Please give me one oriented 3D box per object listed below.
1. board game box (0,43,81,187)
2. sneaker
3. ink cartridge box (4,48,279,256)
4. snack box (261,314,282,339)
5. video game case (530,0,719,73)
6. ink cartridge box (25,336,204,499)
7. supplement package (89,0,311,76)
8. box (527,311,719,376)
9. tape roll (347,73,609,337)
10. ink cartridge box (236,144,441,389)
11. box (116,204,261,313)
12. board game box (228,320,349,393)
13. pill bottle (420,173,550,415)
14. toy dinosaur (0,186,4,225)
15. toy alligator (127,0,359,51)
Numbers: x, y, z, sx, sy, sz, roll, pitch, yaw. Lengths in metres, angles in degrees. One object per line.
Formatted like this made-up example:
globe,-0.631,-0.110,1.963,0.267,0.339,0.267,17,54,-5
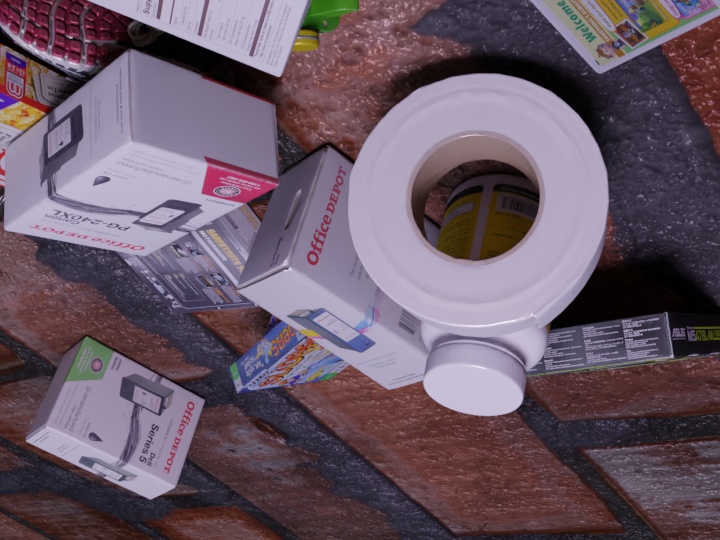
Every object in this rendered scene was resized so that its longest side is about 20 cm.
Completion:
board game box,-0.298,-0.124,0.890,0.151,0.046,0.200,-13,161,28
sneaker,-0.211,-0.173,0.830,0.200,0.081,0.075,25,147,-14
ink cartridge box,-0.187,-0.087,0.819,0.145,0.083,0.200,12,154,-43
snack box,-0.072,0.067,1.117,0.072,0.024,0.200,-16,160,-22
video game case,0.176,-0.233,0.643,0.200,0.022,0.182,37,140,-30
ink cartridge box,-0.335,0.207,1.360,0.200,0.146,0.084,32,141,-23
supplement package,-0.106,-0.254,0.608,0.200,0.152,0.151,21,146,-7
box,0.234,0.074,0.953,0.200,0.048,0.193,-12,169,35
tape roll,0.094,-0.049,0.771,0.202,0.203,0.071,6,171,13
ink cartridge box,0.000,0.000,0.933,0.200,0.145,0.087,36,143,-28
box,-0.183,-0.033,1.045,0.158,0.048,0.200,-6,140,27
board game box,-0.040,0.074,1.076,0.135,0.034,0.200,-4,155,-39
pill bottle,0.115,0.022,0.870,0.112,0.200,0.112,11,146,8
toy dinosaur,-0.384,-0.080,1.000,0.102,0.077,0.200,-43,145,23
toy alligator,-0.086,-0.198,0.773,0.200,0.059,0.054,-2,-177,23
